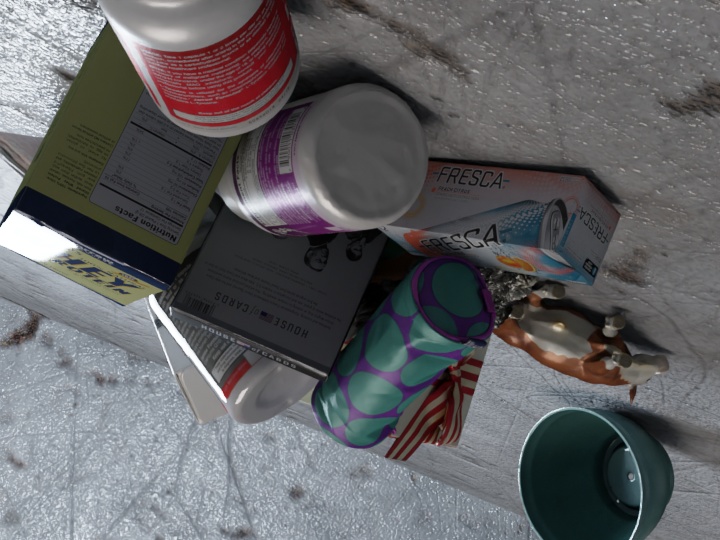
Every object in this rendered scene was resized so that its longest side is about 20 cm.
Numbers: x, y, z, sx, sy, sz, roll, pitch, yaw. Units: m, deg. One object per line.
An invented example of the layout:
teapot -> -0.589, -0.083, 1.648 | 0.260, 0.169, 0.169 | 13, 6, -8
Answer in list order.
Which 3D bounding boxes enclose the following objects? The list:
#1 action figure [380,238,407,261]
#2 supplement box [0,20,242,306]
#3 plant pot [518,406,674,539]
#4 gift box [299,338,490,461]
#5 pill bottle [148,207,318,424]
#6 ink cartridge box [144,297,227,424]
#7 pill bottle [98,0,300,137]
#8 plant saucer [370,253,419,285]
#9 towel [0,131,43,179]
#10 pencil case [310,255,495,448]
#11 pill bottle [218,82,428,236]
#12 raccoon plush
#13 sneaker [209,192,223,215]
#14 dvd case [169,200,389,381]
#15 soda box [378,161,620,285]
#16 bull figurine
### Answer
action figure -> -0.036, -0.042, 1.260 | 0.118, 0.055, 0.200 | -4, -168, -25
supplement box -> -0.198, -0.093, 1.064 | 0.134, 0.200, 0.200 | 28, 165, -16
plant pot -> 0.325, 0.274, 1.652 | 0.134, 0.201, 0.200 | 0, -175, -42
gift box -> 0.030, 0.099, 1.380 | 0.186, 0.185, 0.200 | 16, -177, 32
pill bottle -> -0.126, 0.035, 1.182 | 0.200, 0.114, 0.114 | 50, 176, 23
ink cartridge box -> -0.142, 0.050, 1.337 | 0.200, 0.144, 0.084 | -123, 12, -50
pill bottle -> -0.105, -0.173, 0.808 | 0.112, 0.113, 0.200 | 21, 166, 11
plant saucer -> 0.000, 0.000, 1.271 | 0.200, 0.032, 0.200 | 6, -167, -1
towel -> -0.300, -0.080, 1.412 | 0.200, 0.032, 0.191 | 40, -171, 6
pencil case -> 0.037, 0.075, 1.085 | 0.092, 0.085, 0.200 | 15, 140, -24
pill bottle -> -0.040, -0.084, 1.028 | 0.112, 0.113, 0.200 | 30, 165, -25
raccoon plush -> 0.077, 0.018, 1.114 | 0.097, 0.200, 0.134 | 59, 167, 9
sneaker -> -0.230, -0.094, 1.370 | 0.200, 0.075, 0.085 | 27, 165, -14
dvd case -> -0.060, -0.017, 1.125 | 0.150, 0.200, 0.025 | 23, 155, 2
soda box -> 0.107, -0.043, 1.030 | 0.200, 0.069, 0.064 | 10, 161, 46
bull figurine -> 0.222, 0.072, 1.283 | 0.200, 0.065, 0.121 | 20, 162, 4
